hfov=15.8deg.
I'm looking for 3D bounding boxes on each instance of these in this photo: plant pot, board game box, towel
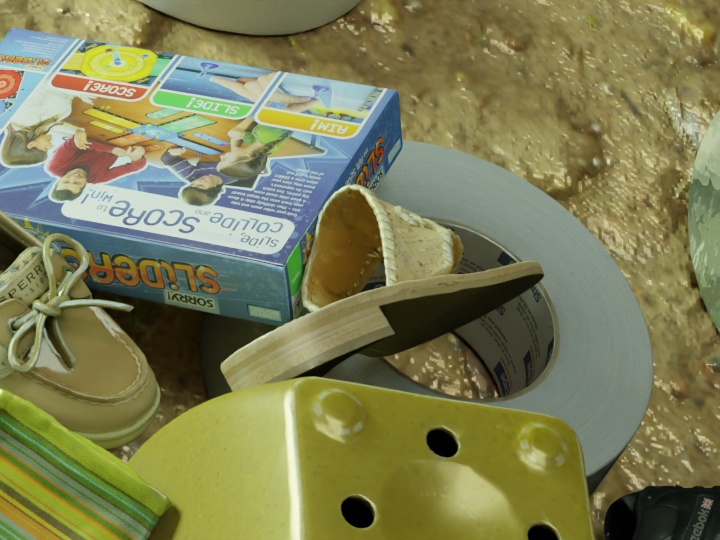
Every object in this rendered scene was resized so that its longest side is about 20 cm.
[{"bbox_3d":[-0.002,0.148,0.982,0.194,0.200,0.195,9,48,-17],"label":"plant pot"},{"bbox_3d":[-0.097,-0.045,1.160,0.199,0.035,0.136,11,41,20],"label":"board game box"},{"bbox_3d":[-0.156,0.144,0.950,0.086,0.018,0.200,28,77,26],"label":"towel"}]

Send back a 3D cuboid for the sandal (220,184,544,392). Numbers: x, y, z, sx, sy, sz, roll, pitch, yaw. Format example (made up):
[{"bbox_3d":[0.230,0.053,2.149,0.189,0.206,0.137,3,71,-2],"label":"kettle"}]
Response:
[{"bbox_3d":[0.004,-0.003,1.069,0.211,0.077,0.070,-19,79,-58],"label":"sandal"}]

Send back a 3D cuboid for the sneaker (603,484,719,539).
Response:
[{"bbox_3d":[0.162,0.118,1.179,0.087,0.076,0.200,39,46,18],"label":"sneaker"}]

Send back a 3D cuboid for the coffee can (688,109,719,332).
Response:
[{"bbox_3d":[0.287,-0.028,1.311,0.199,0.147,0.147,-4,54,-28],"label":"coffee can"}]

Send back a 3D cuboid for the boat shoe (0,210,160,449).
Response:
[{"bbox_3d":[-0.168,0.002,1.091,0.199,0.063,0.073,32,42,3],"label":"boat shoe"}]

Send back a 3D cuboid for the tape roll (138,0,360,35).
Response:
[{"bbox_3d":[-0.075,-0.209,1.371,0.202,0.037,0.203,14,47,-15],"label":"tape roll"}]

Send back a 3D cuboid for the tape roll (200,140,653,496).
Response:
[{"bbox_3d":[0.030,0.036,1.189,0.199,0.066,0.201,13,47,-14],"label":"tape roll"}]
